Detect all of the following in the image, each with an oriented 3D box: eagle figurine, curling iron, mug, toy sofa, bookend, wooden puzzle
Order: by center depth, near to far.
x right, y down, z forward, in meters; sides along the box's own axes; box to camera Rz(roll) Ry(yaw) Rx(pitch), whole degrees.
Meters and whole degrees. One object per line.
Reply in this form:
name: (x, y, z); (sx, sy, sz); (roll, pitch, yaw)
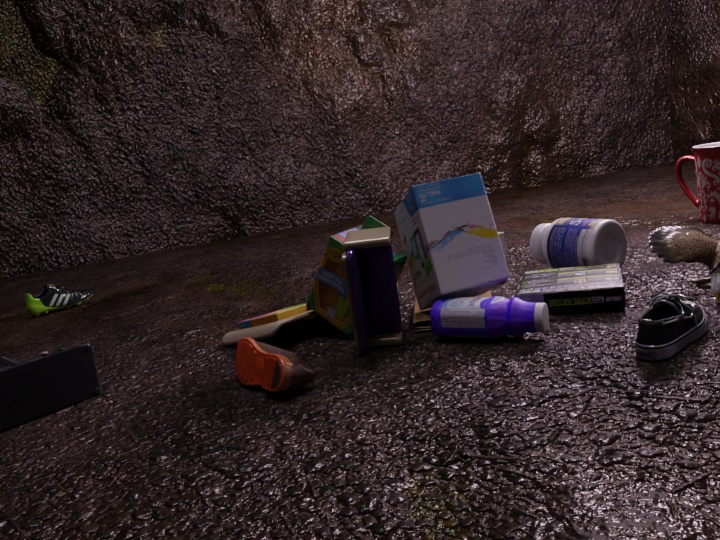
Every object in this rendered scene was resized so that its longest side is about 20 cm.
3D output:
eagle figurine: (0.612, -0.025, 1.129); (0.151, 0.198, 0.154); (-38, 39, 29)
toy sofa: (0.024, 0.037, 1.133); (0.080, 0.206, 0.098); (-5, 25, 8)
bookend: (-0.590, 0.189, 1.143); (0.197, 0.095, 0.195); (-17, 14, -43)
wooden puzzle: (-0.162, 0.096, 1.341); (0.182, 0.038, 0.198); (-15, 5, 42)
curling iron: (-0.077, 0.103, 1.347); (0.194, 0.026, 0.049); (-12, 9, -14)
mug: (0.972, -0.243, 1.803); (0.129, 0.207, 0.177); (-10, 10, -9)

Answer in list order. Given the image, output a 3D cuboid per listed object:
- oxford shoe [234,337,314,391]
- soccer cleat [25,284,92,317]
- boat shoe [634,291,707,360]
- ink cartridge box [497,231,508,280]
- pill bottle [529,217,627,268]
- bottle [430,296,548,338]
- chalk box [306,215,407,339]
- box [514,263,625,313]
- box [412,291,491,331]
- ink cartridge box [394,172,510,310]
oxford shoe: (-0.146, 0.156, 1.070); (0.071, 0.074, 0.198); (8, 4, -36)
soccer cleat: (-0.914, 0.077, 1.999); (0.196, 0.084, 0.066); (-18, 14, -40)
boat shoe: (0.460, 0.068, 0.979); (0.196, 0.070, 0.072); (-17, 14, -39)
ink cartridge box: (0.237, -0.014, 1.465); (0.195, 0.113, 0.050); (-14, 12, -25)
pill bottle: (0.475, -0.055, 1.460); (0.117, 0.124, 0.198); (-14, 12, -28)
bottle: (0.219, 0.080, 1.123); (0.195, 0.068, 0.083); (-2, 12, 31)
chalk box: (0.000, 0.000, 1.260); (0.123, 0.205, 0.123); (32, 29, 22)
box: (0.402, 0.035, 1.266); (0.194, 0.049, 0.193); (-6, 9, 20)
box: (0.184, 0.073, 1.300); (0.158, 0.022, 0.200); (-7, 11, 8)
ink cartridge box: (0.168, -0.051, 1.243); (0.141, 0.206, 0.147); (-12, -12, -14)
